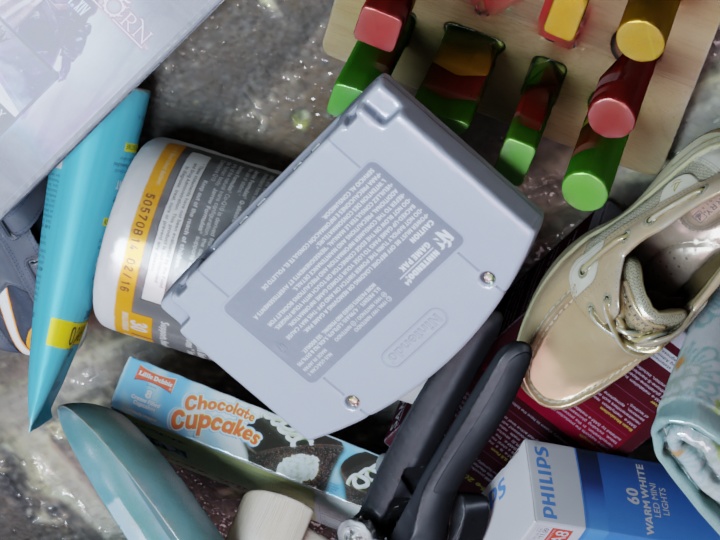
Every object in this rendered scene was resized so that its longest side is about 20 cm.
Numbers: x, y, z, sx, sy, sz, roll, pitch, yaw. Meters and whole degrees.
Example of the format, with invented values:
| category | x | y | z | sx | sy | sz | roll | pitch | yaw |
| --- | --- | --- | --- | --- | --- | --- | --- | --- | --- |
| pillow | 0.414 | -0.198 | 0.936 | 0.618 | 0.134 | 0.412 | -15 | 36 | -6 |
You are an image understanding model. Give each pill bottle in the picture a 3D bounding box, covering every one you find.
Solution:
| category | x | y | z | sx | sy | sz | roll | pitch | yaw |
| --- | --- | --- | --- | --- | --- | --- | --- | --- | --- |
| pill bottle | -0.043 | 0.004 | 1.698 | 0.199 | 0.117 | 0.117 | 17 | 131 | 6 |

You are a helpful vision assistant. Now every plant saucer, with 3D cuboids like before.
| category | x | y | z | sx | sy | sz | roll | pitch | yaw |
| --- | --- | --- | --- | --- | --- | --- | --- | --- | --- |
| plant saucer | -0.110 | 0.154 | 1.750 | 0.200 | 0.027 | 0.200 | 50 | 166 | 17 |

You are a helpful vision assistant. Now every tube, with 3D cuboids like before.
| category | x | y | z | sx | sy | sz | roll | pitch | yaw |
| --- | --- | --- | --- | --- | --- | --- | --- | --- | --- |
| tube | -0.164 | -0.010 | 1.701 | 0.050 | 0.077 | 0.201 | 12 | 94 | 7 |

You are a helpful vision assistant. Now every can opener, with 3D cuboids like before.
| category | x | y | z | sx | sy | sz | roll | pitch | yaw |
| --- | --- | --- | --- | --- | --- | --- | --- | --- | --- |
| can opener | 0.041 | 0.103 | 1.661 | 0.063 | 0.078 | 0.201 | 38 | 126 | 27 |

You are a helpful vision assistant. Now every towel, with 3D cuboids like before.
| category | x | y | z | sx | sy | sz | roll | pitch | yaw |
| --- | --- | --- | --- | --- | --- | --- | --- | --- | --- |
| towel | 0.239 | 0.096 | 1.635 | 0.048 | 0.171 | 0.200 | -23 | 117 | 34 |

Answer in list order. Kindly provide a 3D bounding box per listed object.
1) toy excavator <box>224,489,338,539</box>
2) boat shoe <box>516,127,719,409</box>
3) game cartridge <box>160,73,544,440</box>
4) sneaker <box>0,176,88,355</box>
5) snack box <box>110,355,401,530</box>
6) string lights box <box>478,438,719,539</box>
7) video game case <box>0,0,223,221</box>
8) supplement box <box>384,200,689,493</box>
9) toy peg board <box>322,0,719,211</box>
| category | x | y | z | sx | sy | sz | roll | pitch | yaw |
| --- | --- | --- | --- | --- | --- | --- | --- | --- | --- |
| toy excavator | 0.002 | 0.199 | 1.792 | 0.194 | 0.100 | 0.200 | 25 | 158 | -4 |
| boat shoe | 0.148 | 0.010 | 1.595 | 0.072 | 0.065 | 0.200 | 37 | 120 | -11 |
| game cartridge | 0.000 | 0.000 | 1.592 | 0.133 | 0.040 | 0.200 | 43 | 124 | -6 |
| sneaker | -0.198 | -0.028 | 1.754 | 0.079 | 0.079 | 0.200 | 14 | 141 | 14 |
| snack box | -0.050 | 0.114 | 1.796 | 0.199 | 0.037 | 0.116 | 22 | 167 | 5 |
| string lights box | 0.164 | 0.162 | 1.733 | 0.199 | 0.059 | 0.103 | 10 | 141 | -21 |
| video game case | -0.184 | -0.140 | 1.642 | 0.200 | 0.019 | 0.143 | -43 | 100 | 16 |
| supplement box | 0.116 | 0.061 | 1.723 | 0.109 | 0.061 | 0.200 | 37 | 129 | -12 |
| toy peg board | 0.085 | -0.138 | 1.553 | 0.199 | 0.098 | 0.200 | 20 | 131 | 2 |
